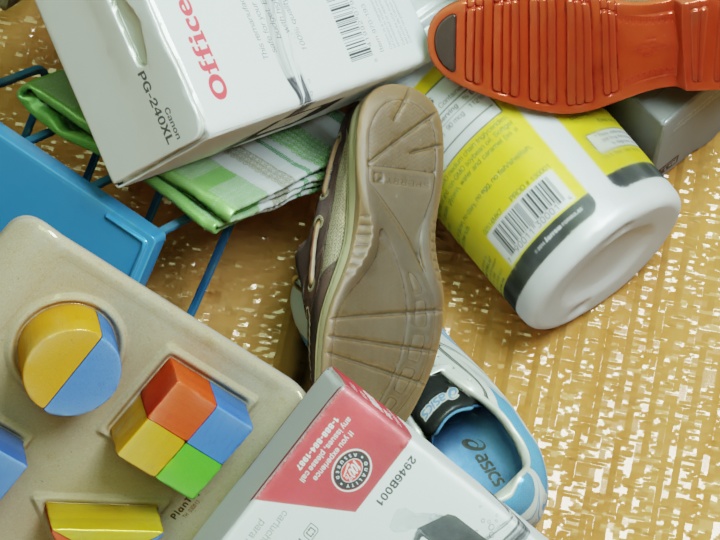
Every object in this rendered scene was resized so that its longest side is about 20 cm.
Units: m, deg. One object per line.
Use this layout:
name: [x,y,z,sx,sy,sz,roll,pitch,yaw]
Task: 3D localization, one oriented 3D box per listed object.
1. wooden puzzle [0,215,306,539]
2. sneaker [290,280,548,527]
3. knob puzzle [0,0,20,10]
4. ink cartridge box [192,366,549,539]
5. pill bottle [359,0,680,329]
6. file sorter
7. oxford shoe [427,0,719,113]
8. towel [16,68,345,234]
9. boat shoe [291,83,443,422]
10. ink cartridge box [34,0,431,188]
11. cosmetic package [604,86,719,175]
wooden puzzle: [-0.151,0.094,1.363,0.199,0.046,0.185,35,106,-24]
sneaker: [0.034,0.064,1.446,0.072,0.073,0.200,-39,70,-11]
knob puzzle: [-0.142,-0.224,1.507,0.030,0.220,0.220,39,74,-3]
ink cartridge box: [0.020,0.171,1.346,0.200,0.084,0.145,38,90,-8]
pill bottle: [0.080,-0.075,1.476,0.114,0.114,0.200,-35,71,-11]
file sorter: [-0.188,-0.028,1.446,0.199,0.123,0.139,33,117,14]
oxford shoe: [0.133,-0.132,1.432,0.198,0.072,0.073,0,23,-7]
towel: [-0.089,-0.080,1.461,0.149,0.200,0.031,31,115,16]
boat shoe: [0.000,0.000,1.424,0.072,0.072,0.202,8,82,-27]
ink cartridge box: [-0.072,-0.144,1.376,0.199,0.083,0.146,-23,89,-49]
cosmetic package: [0.144,-0.161,1.523,0.107,0.090,0.200,-40,69,-16]
